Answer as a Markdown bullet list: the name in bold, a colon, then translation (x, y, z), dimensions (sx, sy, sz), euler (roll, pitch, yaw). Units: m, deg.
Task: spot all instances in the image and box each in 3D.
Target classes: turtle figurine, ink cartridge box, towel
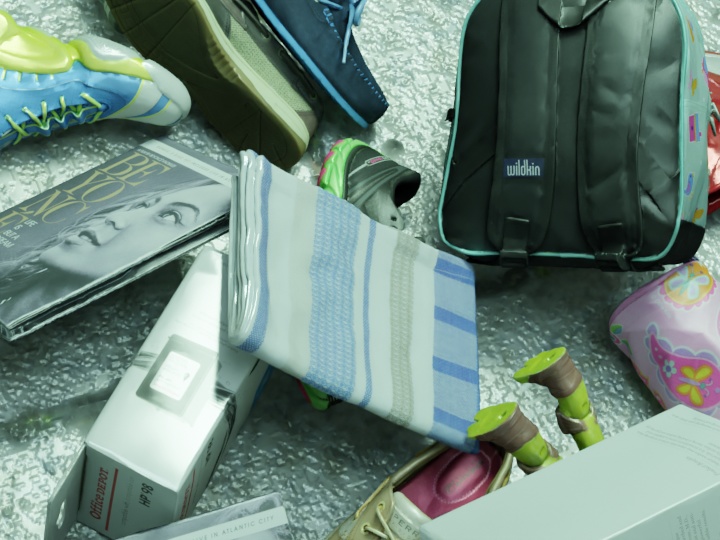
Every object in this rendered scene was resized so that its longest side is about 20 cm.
- **turtle figurine**: translation (0.140, 0.140, 1.420), dimensions (0.200, 0.064, 0.161), euler (-43, 106, -10)
- **ink cartridge box**: translation (-0.118, 0.099, 1.392), dimensions (0.067, 0.116, 0.200), euler (26, 60, 5)
- **towel**: translation (-0.001, 0.020, 1.407), dimensions (0.200, 0.024, 0.147), euler (27, 46, -31)

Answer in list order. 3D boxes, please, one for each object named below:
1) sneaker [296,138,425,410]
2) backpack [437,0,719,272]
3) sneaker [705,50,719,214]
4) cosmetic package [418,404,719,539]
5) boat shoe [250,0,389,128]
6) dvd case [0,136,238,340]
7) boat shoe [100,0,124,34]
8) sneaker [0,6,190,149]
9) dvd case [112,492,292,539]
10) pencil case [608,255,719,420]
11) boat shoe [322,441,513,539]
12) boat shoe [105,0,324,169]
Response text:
- **sneaker**: translation (0.000, 0.000, 1.500), dimensions (0.084, 0.077, 0.200), euler (13, 61, -2)
- **backpack**: translation (0.150, -0.105, 1.509), dimensions (0.175, 0.153, 0.201), euler (2, 96, 22)
- **sneaker**: translation (0.207, -0.104, 1.607), dimensions (0.199, 0.078, 0.116), euler (5, 60, -10)
- **cosmetic package**: translation (0.149, 0.161, 1.327), dimensions (0.200, 0.113, 0.081), euler (-23, 111, -21)
- **boat shoe**: translation (-0.033, -0.187, 1.546), dimensions (0.069, 0.084, 0.200), euler (-38, 115, -1)
- **dvd case**: translation (-0.172, -0.025, 1.447), dimensions (0.200, 0.016, 0.149), euler (-28, 30, -25)
- **boat shoe**: translation (-0.099, -0.234, 1.606), dimensions (0.202, 0.074, 0.065), euler (-27, 76, -18)
- **sneaker**: translation (-0.220, -0.112, 1.521), dimensions (0.199, 0.076, 0.105), euler (19, 77, -3)
- **dvd case**: translation (-0.091, 0.247, 1.336), dimensions (0.148, 0.016, 0.201), euler (-14, 88, -20)
- **pencil case**: translation (0.249, 0.087, 1.512), dimensions (0.087, 0.087, 0.200), euler (-29, 72, -26)
- **boat shoe**: translation (0.027, 0.162, 1.421), dimensions (0.074, 0.069, 0.200), euler (38, 60, 8)
- **boat shoe**: translation (-0.100, -0.159, 1.544), dimensions (0.201, 0.072, 0.066), euler (50, 44, -15)
